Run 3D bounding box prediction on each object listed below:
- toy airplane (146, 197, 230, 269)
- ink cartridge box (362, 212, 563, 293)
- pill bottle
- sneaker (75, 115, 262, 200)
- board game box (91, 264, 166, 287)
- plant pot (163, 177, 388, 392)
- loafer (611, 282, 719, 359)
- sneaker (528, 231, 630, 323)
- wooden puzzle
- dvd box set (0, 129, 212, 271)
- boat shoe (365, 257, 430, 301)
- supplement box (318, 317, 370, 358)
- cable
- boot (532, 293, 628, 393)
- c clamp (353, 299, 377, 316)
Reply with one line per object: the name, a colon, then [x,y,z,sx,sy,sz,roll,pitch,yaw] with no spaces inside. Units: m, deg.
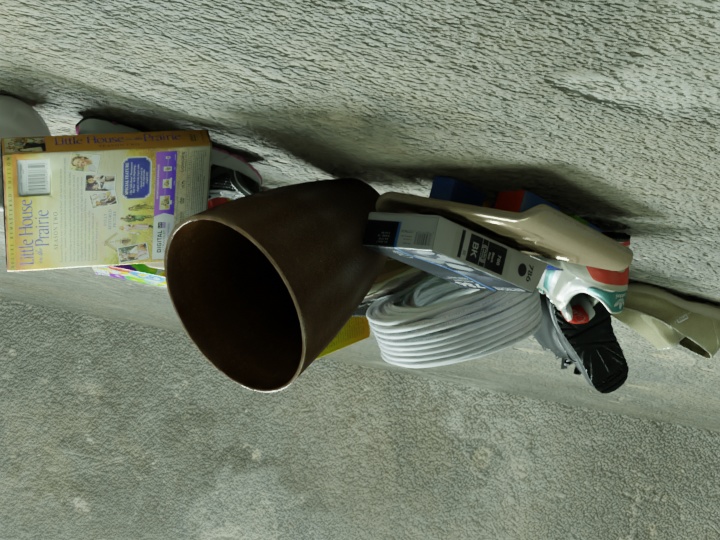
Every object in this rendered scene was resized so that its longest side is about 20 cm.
toy airplane: [-0.139,-0.026,1.696,0.199,0.142,0.199,31,139,-8]
ink cartridge box: [0.104,-0.012,1.499,0.199,0.040,0.099,19,170,-42]
pill bottle: [-0.403,-0.113,1.548,0.113,0.116,0.199,17,170,-35]
sneaker: [-0.202,-0.089,1.543,0.198,0.087,0.080,13,173,-19]
board game box: [-0.227,-0.033,1.885,0.198,0.106,0.103,11,171,-4]
plant pot: [-0.060,-0.011,1.503,0.186,0.189,0.199,3,-152,44]
loafer: [0.368,0.062,1.860,0.198,0.069,0.076,13,171,-12]
sneaker: [0.204,0.009,1.594,0.070,0.095,0.199,-3,179,-38]
wooden puzzle: [0.143,-0.049,1.479,0.199,0.047,0.184,6,170,41]
dvd box set: [-0.247,-0.067,1.470,0.198,0.030,0.147,-4,131,-14]
boat shoe: [0.000,0.000,1.720,0.198,0.073,0.076,-20,173,9]
supplement box: [-0.089,0.056,2.031,0.108,0.111,0.199,5,-165,36]
cable: [0.109,0.048,1.721,0.199,0.070,0.199,-3,-161,45]
boot: [0.244,0.046,1.827,0.199,0.073,0.163,64,172,-29]
c clamp: [0.005,0.039,1.879,0.169,0.027,0.200,-4,172,-11]
